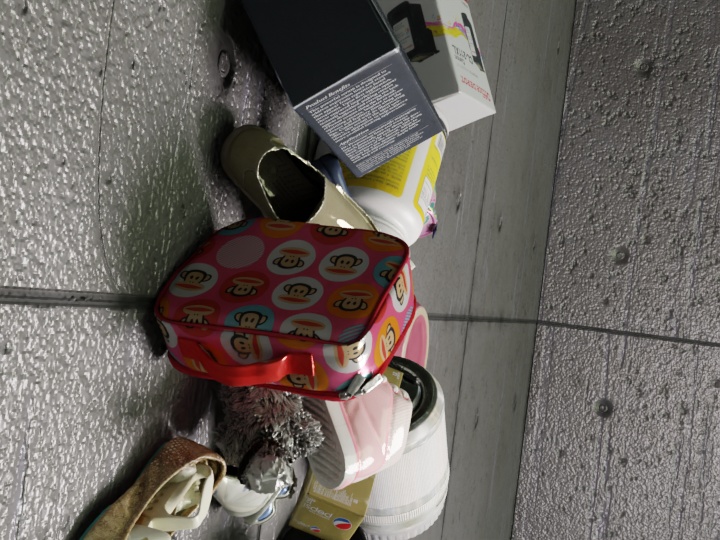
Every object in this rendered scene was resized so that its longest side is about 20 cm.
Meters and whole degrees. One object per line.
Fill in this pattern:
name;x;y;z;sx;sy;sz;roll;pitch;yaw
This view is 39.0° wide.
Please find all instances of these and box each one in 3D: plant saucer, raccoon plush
plant saucer;0.059;0.125;1.506;0.201;0.051;0.201;8;90;-72
raccoon plush;-0.078;0.101;0.889;0.200;0.097;0.134;-172;-106;-71

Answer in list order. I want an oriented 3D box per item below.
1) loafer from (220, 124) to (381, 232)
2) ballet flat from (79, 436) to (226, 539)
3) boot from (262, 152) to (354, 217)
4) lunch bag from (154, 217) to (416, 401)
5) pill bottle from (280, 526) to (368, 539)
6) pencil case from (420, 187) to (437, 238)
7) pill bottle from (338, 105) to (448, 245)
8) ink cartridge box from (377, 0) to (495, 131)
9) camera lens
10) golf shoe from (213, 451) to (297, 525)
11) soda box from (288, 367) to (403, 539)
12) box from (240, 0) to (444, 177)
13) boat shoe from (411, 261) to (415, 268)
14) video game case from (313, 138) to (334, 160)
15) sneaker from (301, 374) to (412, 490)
loafer;-0.047;-0.052;0.943;0.200;0.068;0.076;40;89;-26
ballet flat;-0.166;0.203;0.814;0.200;0.065;0.071;-58;149;-52
boot;-0.031;-0.018;1.034;0.073;0.090;0.200;56;-10;54
lunch bag;-0.065;0.035;0.850;0.176;0.200;0.082;-58;148;-47
pill bottle;-0.037;0.401;1.210;0.112;0.112;0.200;-57;149;-54
pencil case;0.063;-0.136;1.316;0.087;0.087;0.200;69;21;-55
pill bottle;0.024;-0.094;1.143;0.114;0.114;0.200;69;34;-56
ink cartridge box;0.089;-0.285;1.264;0.146;0.083;0.200;4;71;-66
camera lens;0.028;0.218;1.264;0.160;0.160;0.200;-63;153;-48
golf shoe;-0.082;0.148;1.007;0.200;0.078;0.097;-63;142;-21
soda box;-0.013;0.186;1.081;0.200;0.064;0.068;-70;-176;-48
box;-0.015;-0.201;0.965;0.149;0.107;0.200;65;9;19
boat shoe;0.000;0.000;1.227;0.062;0.073;0.200;55;27;8
video game case;-0.032;-0.057;1.207;0.182;0.022;0.200;62;40;-61
sneaker;-0.014;0.106;0.994;0.105;0.075;0.200;-5;74;-40
